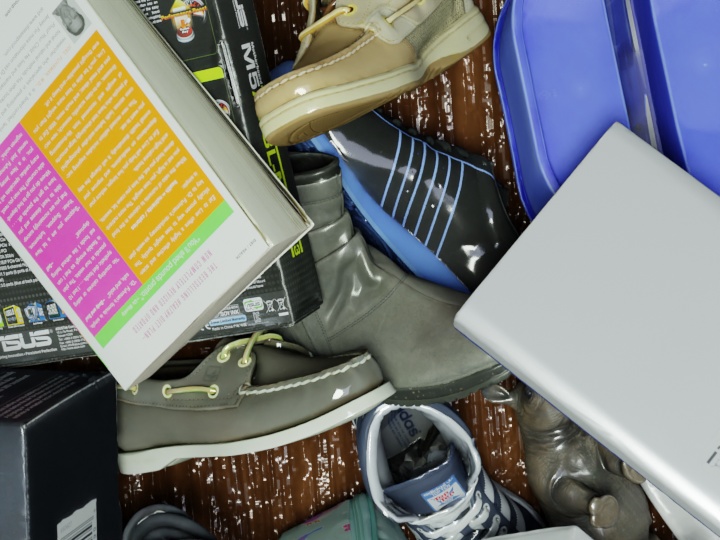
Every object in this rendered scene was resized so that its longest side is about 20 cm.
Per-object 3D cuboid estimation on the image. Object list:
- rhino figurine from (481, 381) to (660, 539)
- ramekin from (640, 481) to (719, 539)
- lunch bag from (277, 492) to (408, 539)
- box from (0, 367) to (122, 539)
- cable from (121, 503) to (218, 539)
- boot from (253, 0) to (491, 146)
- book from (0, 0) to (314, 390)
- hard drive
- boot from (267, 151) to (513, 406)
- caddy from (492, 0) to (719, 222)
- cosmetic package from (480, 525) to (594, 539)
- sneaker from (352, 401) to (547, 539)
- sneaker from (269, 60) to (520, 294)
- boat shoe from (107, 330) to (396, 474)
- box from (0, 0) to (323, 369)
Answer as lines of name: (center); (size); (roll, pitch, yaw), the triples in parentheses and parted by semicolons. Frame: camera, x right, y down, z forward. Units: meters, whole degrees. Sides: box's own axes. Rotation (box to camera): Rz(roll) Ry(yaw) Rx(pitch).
rhino figurine: (0.127, 0.118, 0.990); (0.060, 0.087, 0.201); (-33, 106, -19)
ramekin: (0.220, 0.092, 0.947); (0.105, 0.200, 0.201); (-32, 100, -8)
lunch bag: (0.027, 0.232, 0.966); (0.077, 0.160, 0.201); (-29, 99, 1)
box: (-0.238, 0.157, 0.926); (0.195, 0.124, 0.202); (2, 100, 15)
cable: (-0.078, 0.223, 0.964); (0.051, 0.163, 0.201); (-22, 87, -23)
boot: (-0.017, -0.159, 0.895); (0.073, 0.200, 0.156); (-19, 101, 37)
book: (-0.136, -0.056, 0.874); (0.134, 0.048, 0.200); (-41, 84, 29)
hard drive: (0.163, 0.037, 0.847); (0.200, 0.025, 0.132); (38, 79, 13)
boot: (0.000, 0.000, 0.921); (0.199, 0.068, 0.131); (-4, 115, 41)
caddy: (0.149, -0.094, 0.950); (0.140, 0.105, 0.201); (-10, 82, 0)
cosmetic package: (0.097, 0.242, 0.885); (0.102, 0.074, 0.201); (39, 50, -34)
sneaker: (0.058, 0.139, 0.980); (0.070, 0.109, 0.201); (-34, 100, 2)
sneaker: (0.029, -0.049, 0.974); (0.078, 0.070, 0.200); (-43, 100, -11)
boat shoe: (-0.067, 0.065, 0.935); (0.201, 0.072, 0.061); (-15, 92, 42)
box: (-0.134, -0.054, 0.924); (0.199, 0.047, 0.194); (-10, 98, 26)
